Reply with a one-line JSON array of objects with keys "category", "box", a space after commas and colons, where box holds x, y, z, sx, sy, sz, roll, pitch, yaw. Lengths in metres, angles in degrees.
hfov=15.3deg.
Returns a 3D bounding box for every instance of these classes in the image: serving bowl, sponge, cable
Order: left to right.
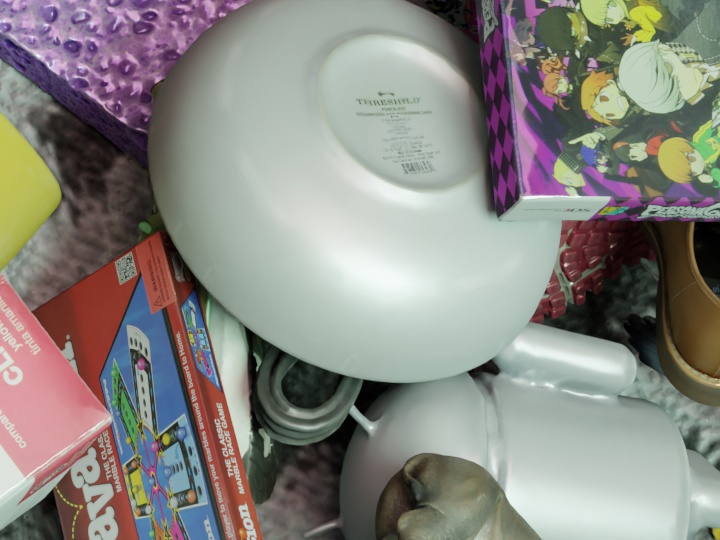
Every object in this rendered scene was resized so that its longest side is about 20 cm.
[{"category": "sponge", "box": [-0.095, -0.112, 1.301, 0.200, 0.030, 0.112, 38, 65, -7]}, {"category": "cable", "box": [0.000, 0.000, 1.247, 0.096, 0.050, 0.201, 16, 60, -13]}, {"category": "serving bowl", "box": [0.008, -0.052, 1.199, 0.199, 0.066, 0.201, 13, 54, -19]}]

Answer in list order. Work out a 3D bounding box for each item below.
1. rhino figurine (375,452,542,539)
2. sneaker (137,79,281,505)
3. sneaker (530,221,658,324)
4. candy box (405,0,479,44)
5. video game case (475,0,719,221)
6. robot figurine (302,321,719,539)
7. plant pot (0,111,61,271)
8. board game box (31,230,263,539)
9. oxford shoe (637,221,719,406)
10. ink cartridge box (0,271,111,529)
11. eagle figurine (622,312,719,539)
[{"category": "rhino figurine", "box": [0.072, 0.157, 1.164, 0.200, 0.060, 0.088, 48, 35, -27]}, {"category": "sneaker", "box": [-0.093, 0.012, 1.235, 0.088, 0.077, 0.202, -8, 82, 7]}, {"category": "sneaker", "box": [0.108, -0.032, 1.335, 0.199, 0.081, 0.075, -19, 53, -25]}, {"category": "candy box", "box": [0.103, -0.157, 1.312, 0.199, 0.168, 0.072, 8, 70, -17]}, {"category": "video game case", "box": [0.139, -0.121, 1.202, 0.180, 0.036, 0.202, 1, 74, -18]}, {"category": "robot figurine", "box": [0.075, 0.108, 1.251, 0.199, 0.113, 0.171, 11, 99, -18]}, {"category": "plant pot", "box": [-0.259, -0.026, 1.133, 0.201, 0.201, 0.189, 41, 80, -5]}, {"category": "board game box", "box": [-0.094, 0.095, 1.187, 0.019, 0.103, 0.201, 6, 61, -48]}, {"category": "oxford shoe", "box": [0.164, -0.039, 1.256, 0.071, 0.071, 0.201, -1, 53, -11]}, {"category": "ink cartridge box", "box": [-0.218, 0.104, 1.124, 0.200, 0.145, 0.084, -37, 88, -26]}, {"category": "eagle figurine", "box": [0.228, 0.087, 1.311, 0.150, 0.152, 0.201, -19, 86, -4]}]
